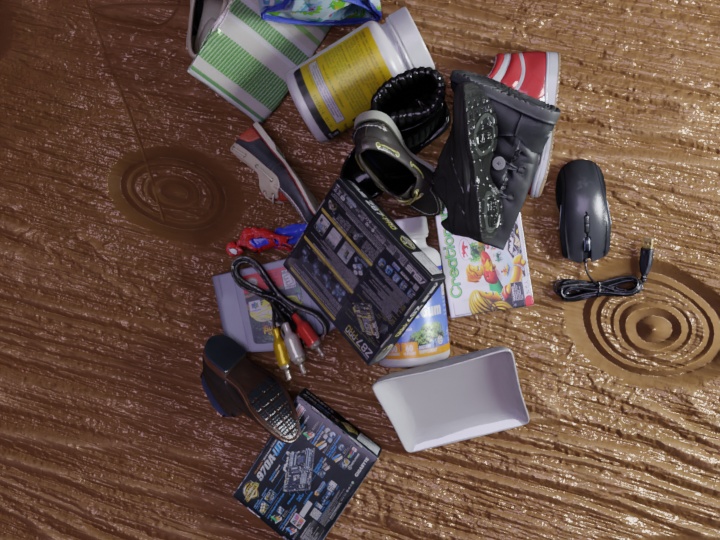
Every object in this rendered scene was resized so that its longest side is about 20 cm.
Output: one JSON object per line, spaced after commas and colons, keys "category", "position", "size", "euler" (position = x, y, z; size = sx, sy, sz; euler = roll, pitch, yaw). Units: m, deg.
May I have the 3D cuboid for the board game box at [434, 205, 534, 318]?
{"category": "board game box", "position": [0.178, -0.041, 1.026], "size": [0.122, 0.035, 0.206], "euler": [-9, 92, 12]}

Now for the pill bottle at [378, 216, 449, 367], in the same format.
{"category": "pill bottle", "position": [0.067, 0.029, 1.012], "size": [0.109, 0.112, 0.207], "euler": [-6, 93, 10]}

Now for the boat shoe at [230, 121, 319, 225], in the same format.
{"category": "boat shoe", "position": [-0.125, -0.136, 1.040], "size": [0.062, 0.071, 0.201], "euler": [-38, 67, 1]}

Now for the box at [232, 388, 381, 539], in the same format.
{"category": "box", "position": [-0.083, 0.316, 1.088], "size": [0.157, 0.046, 0.203], "euler": [34, 98, 7]}

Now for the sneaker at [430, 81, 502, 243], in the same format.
{"category": "sneaker", "position": [0.129, -0.138, 0.908], "size": [0.089, 0.075, 0.206], "euler": [6, 105, 42]}

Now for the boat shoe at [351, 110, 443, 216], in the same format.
{"category": "boat shoe", "position": [0.053, -0.126, 0.940], "size": [0.070, 0.201, 0.062], "euler": [-16, 51, 32]}

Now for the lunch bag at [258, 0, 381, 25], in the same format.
{"category": "lunch bag", "position": [-0.050, -0.442, 0.973], "size": [0.125, 0.197, 0.176], "euler": [-5, 95, 44]}

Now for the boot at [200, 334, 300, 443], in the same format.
{"category": "boot", "position": [-0.174, 0.197, 1.078], "size": [0.200, 0.074, 0.097], "euler": [47, 139, 10]}

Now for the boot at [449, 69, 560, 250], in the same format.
{"category": "boot", "position": [0.164, -0.151, 0.962], "size": [0.162, 0.065, 0.204], "euler": [30, 119, 21]}

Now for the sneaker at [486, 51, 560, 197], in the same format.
{"category": "sneaker", "position": [0.219, -0.209, 0.990], "size": [0.109, 0.071, 0.207], "euler": [5, 87, 6]}

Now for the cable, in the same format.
{"category": "cable", "position": [-0.119, 0.056, 1.042], "size": [0.096, 0.050, 0.203], "euler": [-32, 89, 10]}

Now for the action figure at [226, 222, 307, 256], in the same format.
{"category": "action figure", "position": [-0.113, -0.051, 1.063], "size": [0.194, 0.065, 0.053], "euler": [-9, 76, 10]}

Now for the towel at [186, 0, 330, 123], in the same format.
{"category": "towel", "position": [-0.147, -0.339, 1.036], "size": [0.151, 0.023, 0.202], "euler": [31, 98, -31]}

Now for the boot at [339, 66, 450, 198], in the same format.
{"category": "boot", "position": [0.038, -0.188, 0.979], "size": [0.211, 0.158, 0.080], "euler": [-44, 82, 9]}

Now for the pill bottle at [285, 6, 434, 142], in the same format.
{"category": "pill bottle", "position": [0.001, -0.282, 1.004], "size": [0.196, 0.114, 0.117], "euler": [-28, 88, 11]}

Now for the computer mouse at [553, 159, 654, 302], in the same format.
{"category": "computer mouse", "position": [0.347, -0.055, 0.989], "size": [0.136, 0.046, 0.207], "euler": [1, 93, 11]}

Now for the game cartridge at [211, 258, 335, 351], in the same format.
{"category": "game cartridge", "position": [-0.128, 0.053, 1.088], "size": [0.194, 0.041, 0.137], "euler": [-13, 95, 11]}

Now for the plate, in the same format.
{"category": "plate", "position": [0.132, 0.182, 0.998], "size": [0.194, 0.033, 0.202], "euler": [-16, 135, 10]}

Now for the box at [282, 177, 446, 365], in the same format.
{"category": "box", "position": [0.000, 0.000, 0.958], "size": [0.200, 0.049, 0.163], "euler": [46, 116, 21]}

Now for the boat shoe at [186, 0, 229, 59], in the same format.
{"category": "boat shoe", "position": [-0.223, -0.413, 1.055], "size": [0.069, 0.062, 0.206], "euler": [12, 94, 11]}
